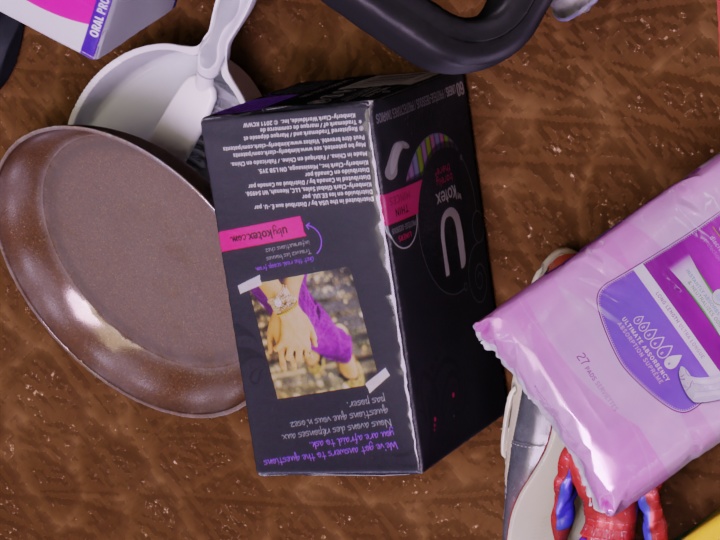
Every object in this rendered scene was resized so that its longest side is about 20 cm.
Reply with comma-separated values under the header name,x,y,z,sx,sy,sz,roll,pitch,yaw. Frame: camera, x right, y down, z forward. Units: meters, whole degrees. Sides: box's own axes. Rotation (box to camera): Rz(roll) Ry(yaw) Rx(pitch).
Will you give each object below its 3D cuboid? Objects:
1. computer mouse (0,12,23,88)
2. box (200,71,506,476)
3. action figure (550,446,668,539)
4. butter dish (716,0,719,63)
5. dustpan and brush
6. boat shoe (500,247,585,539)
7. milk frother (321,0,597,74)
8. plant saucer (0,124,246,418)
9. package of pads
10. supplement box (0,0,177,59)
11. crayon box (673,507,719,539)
name,x,y,z,sx,sy,sz,roll,pitch,yaw
computer mouse,-0.226,-0.190,1.423,0.059,0.034,0.200,17,109,23
box,0.000,0.000,1.306,0.106,0.122,0.200,-3,102,27
action figure,0.128,0.158,1.271,0.065,0.052,0.200,9,96,28
butter dish,0.241,-0.150,1.142,0.200,0.148,0.200,-7,102,-14
dustpan and brush,-0.090,-0.099,1.362,0.140,0.057,0.200,37,116,14
boat shoe,0.109,0.088,1.311,0.063,0.071,0.200,-136,48,-60
milk frother,0.030,-0.203,1.228,0.188,0.200,0.181,31,96,-14
plant saucer,-0.125,-0.004,1.388,0.200,0.032,0.200,23,136,25
package of pads,0.169,0.021,1.209,0.200,0.076,0.121,-34,86,0
supplement box,-0.194,-0.213,1.310,0.200,0.103,0.101,28,121,11
crayon box,0.220,0.184,1.283,0.200,0.052,0.126,-40,83,30
